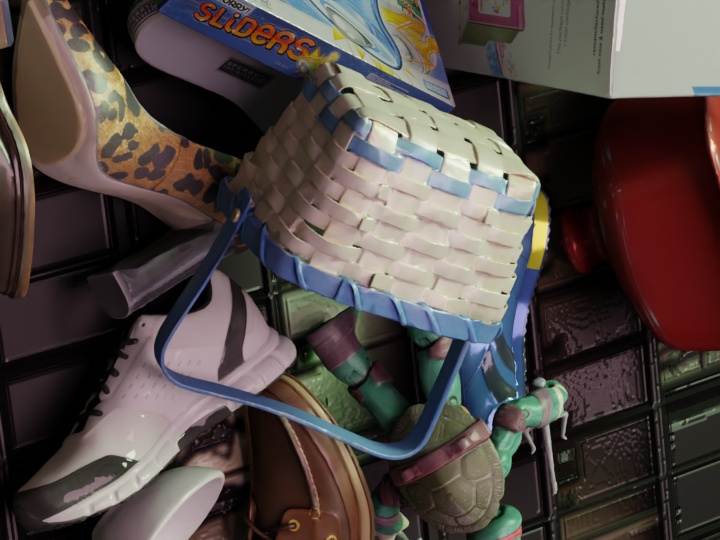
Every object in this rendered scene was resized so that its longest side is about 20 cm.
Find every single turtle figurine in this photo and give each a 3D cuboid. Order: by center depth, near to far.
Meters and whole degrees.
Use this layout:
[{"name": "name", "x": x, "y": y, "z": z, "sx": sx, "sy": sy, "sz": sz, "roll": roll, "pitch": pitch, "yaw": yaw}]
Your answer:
[{"name": "turtle figurine", "x": 0.054, "y": 0.103, "z": 1.765, "sx": 0.150, "sy": 0.101, "sz": 0.200, "roll": -28, "pitch": 93, "yaw": 4}]

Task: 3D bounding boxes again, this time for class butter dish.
[{"name": "butter dish", "x": 0.198, "y": -0.035, "z": 1.876, "sx": 0.200, "sy": 0.148, "sz": 0.200, "roll": -76, "pitch": 148, "yaw": -57}]

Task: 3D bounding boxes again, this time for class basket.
[{"name": "basket", "x": 0.000, "y": 0.000, "z": 1.654, "sx": 0.176, "sy": 0.139, "sz": 0.200, "roll": 22, "pitch": 102, "yaw": -28}]

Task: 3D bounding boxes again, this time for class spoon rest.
[{"name": "spoon rest", "x": -0.148, "y": 0.180, "z": 1.669, "sx": 0.200, "sy": 0.099, "sz": 0.061, "roll": -37, "pitch": 75, "yaw": -29}]

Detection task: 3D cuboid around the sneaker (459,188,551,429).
[{"name": "sneaker", "x": 0.063, "y": 0.038, "z": 1.831, "sx": 0.078, "sy": 0.066, "sz": 0.200, "roll": 6, "pitch": 93, "yaw": -28}]

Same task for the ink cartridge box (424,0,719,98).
[{"name": "ink cartridge box", "x": 0.139, "y": -0.156, "z": 1.769, "sx": 0.144, "sy": 0.200, "sz": 0.085, "roll": -3, "pitch": 103, "yaw": -37}]

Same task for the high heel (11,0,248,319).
[{"name": "high heel", "x": -0.120, "y": -0.090, "z": 1.669, "sx": 0.143, "sy": 0.071, "sz": 0.200, "roll": -34, "pitch": 116, "yaw": -40}]

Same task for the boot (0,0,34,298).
[{"name": "boot", "x": -0.233, "y": -0.076, "z": 1.586, "sx": 0.097, "sy": 0.075, "sz": 0.200, "roll": -11, "pitch": 104, "yaw": -18}]

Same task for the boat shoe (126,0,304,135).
[{"name": "boat shoe", "x": -0.058, "y": -0.127, "z": 1.706, "sx": 0.200, "sy": 0.069, "sz": 0.057, "roll": 28, "pitch": 38, "yaw": -45}]

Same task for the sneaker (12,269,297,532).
[{"name": "sneaker", "x": -0.130, "y": 0.074, "z": 1.687, "sx": 0.200, "sy": 0.074, "sz": 0.080, "roll": -41, "pitch": 105, "yaw": -31}]

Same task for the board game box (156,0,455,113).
[{"name": "board game box", "x": -0.040, "y": -0.166, "z": 1.679, "sx": 0.200, "sy": 0.034, "sz": 0.135, "roll": 23, "pitch": 38, "yaw": -38}]

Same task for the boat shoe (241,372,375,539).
[{"name": "boat shoe", "x": -0.034, "y": 0.157, "z": 1.763, "sx": 0.068, "sy": 0.072, "sz": 0.200, "roll": -30, "pitch": 118, "yaw": -30}]
